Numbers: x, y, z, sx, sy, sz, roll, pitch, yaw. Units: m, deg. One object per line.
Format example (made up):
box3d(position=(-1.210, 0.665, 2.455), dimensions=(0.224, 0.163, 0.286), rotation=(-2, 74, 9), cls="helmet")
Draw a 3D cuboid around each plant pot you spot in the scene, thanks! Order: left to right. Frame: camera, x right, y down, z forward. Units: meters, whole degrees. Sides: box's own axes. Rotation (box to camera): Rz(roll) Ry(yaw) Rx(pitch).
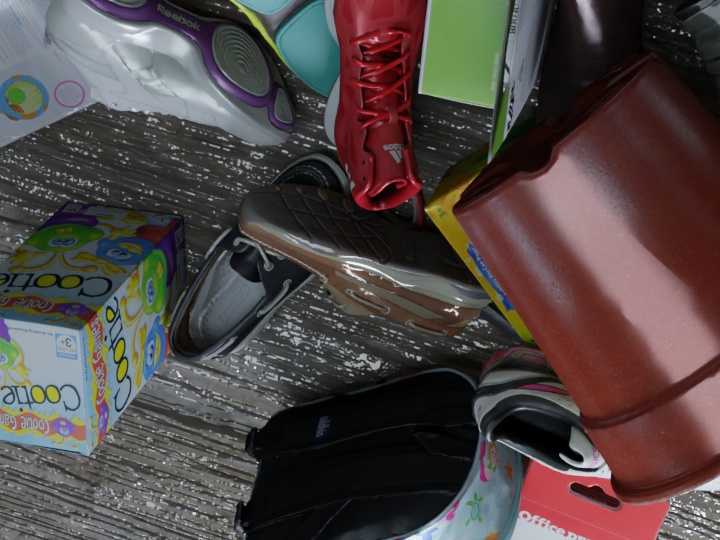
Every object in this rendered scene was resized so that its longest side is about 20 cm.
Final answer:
box3d(position=(0.168, -0.006, 1.000), dimensions=(0.200, 0.201, 0.196), rotation=(-35, 96, 28), cls="plant pot")

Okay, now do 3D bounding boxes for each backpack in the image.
box3d(position=(0.026, 0.171, 1.314), dimensions=(0.199, 0.178, 0.151), rotation=(-22, 127, 26), cls="backpack")

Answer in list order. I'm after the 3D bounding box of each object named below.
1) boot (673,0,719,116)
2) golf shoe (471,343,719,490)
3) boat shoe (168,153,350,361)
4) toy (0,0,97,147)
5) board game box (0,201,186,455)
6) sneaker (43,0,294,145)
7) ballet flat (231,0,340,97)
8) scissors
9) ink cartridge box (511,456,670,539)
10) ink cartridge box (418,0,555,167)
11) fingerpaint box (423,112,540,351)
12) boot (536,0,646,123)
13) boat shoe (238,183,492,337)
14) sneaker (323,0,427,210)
box3d(position=(0.296, -0.139, 1.029), dimensions=(0.199, 0.068, 0.131), rotation=(-18, 100, 5), cls="boot")
box3d(position=(0.173, 0.121, 1.212), dimensions=(0.199, 0.092, 0.073), rotation=(15, 120, 4), cls="golf shoe")
box3d(position=(-0.081, -0.006, 1.322), dimensions=(0.074, 0.060, 0.200), rotation=(48, 120, 11), cls="boat shoe")
box3d(position=(-0.276, -0.158, 1.313), dimensions=(0.199, 0.047, 0.115), rotation=(-26, 121, 7), cls="toy")
box3d(position=(-0.214, 0.038, 1.309), dimensions=(0.104, 0.200, 0.104), rotation=(7, 117, 13), cls="board game box")
box3d(position=(-0.140, -0.148, 1.272), dimensions=(0.199, 0.075, 0.100), rotation=(33, 135, -11), cls="sneaker")
box3d(position=(-0.053, -0.195, 1.215), dimensions=(0.067, 0.067, 0.200), rotation=(-32, 136, 20), cls="ballet flat")
box3d(position=(0.060, 0.009, 1.320), dimensions=(0.073, 0.014, 0.200), rotation=(-35, 102, 25), cls="scissors")
box3d(position=(0.161, 0.222, 1.357), dimensions=(0.116, 0.067, 0.201), rotation=(21, 119, 6), cls="ink cartridge box")
box3d(position=(0.078, -0.175, 1.116), dimensions=(0.075, 0.200, 0.149), rotation=(12, 118, 11), cls="ink cartridge box")
box3d(position=(0.172, -0.019, 1.234), dimensions=(0.166, 0.073, 0.200), rotation=(-31, 103, 27), cls="fingerpaint box")
box3d(position=(0.135, -0.180, 1.086), dimensions=(0.072, 0.166, 0.201), rotation=(21, 89, 29), cls="boot")
box3d(position=(0.000, 0.000, 1.267), dimensions=(0.199, 0.076, 0.072), rotation=(22, 124, -9), cls="boat shoe")
box3d(position=(0.022, -0.123, 1.179), dimensions=(0.078, 0.116, 0.201), rotation=(-11, 140, -9), cls="sneaker")
